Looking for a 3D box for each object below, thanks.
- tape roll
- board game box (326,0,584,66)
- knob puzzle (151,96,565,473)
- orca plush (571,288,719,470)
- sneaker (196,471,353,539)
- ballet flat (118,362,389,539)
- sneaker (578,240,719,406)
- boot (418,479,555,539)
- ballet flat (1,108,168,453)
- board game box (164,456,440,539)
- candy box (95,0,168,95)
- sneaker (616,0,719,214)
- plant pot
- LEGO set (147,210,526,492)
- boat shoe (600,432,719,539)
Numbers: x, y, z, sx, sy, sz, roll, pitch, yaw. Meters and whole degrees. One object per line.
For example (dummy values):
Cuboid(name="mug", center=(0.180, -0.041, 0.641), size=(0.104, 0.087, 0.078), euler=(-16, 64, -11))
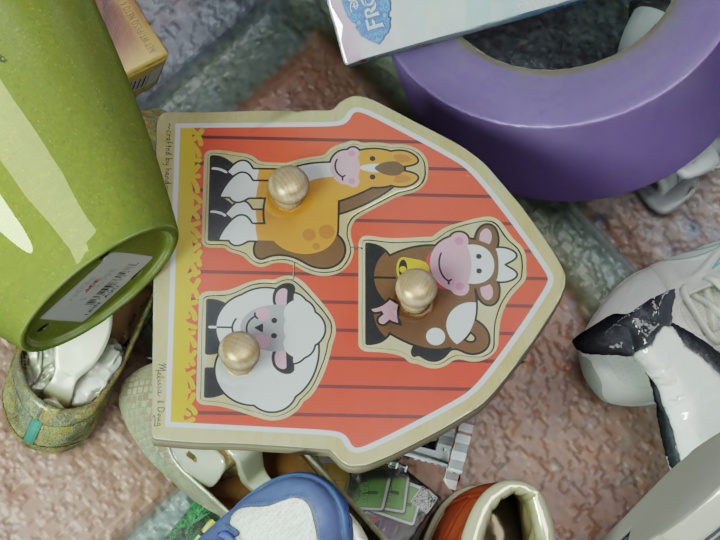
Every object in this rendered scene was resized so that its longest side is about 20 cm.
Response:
Cuboid(name="tape roll", center=(0.112, -0.143, 1.519), size=(0.199, 0.085, 0.201), euler=(-5, 63, 10))
Cuboid(name="board game box", center=(0.061, -0.226, 1.449), size=(0.198, 0.043, 0.201), euler=(-15, 92, 4))
Cuboid(name="knob puzzle", center=(0.000, 0.000, 1.369), size=(0.219, 0.030, 0.220), euler=(1, 63, -2))
Cuboid(name="orca plush", center=(0.179, 0.100, 1.513), size=(0.200, 0.071, 0.105), euler=(44, 81, -18))
Cuboid(name="sneaker", center=(-0.085, 0.176, 1.370), size=(0.200, 0.088, 0.075), euler=(-46, 70, 6))
Cuboid(name="ballet flat", center=(-0.043, 0.106, 1.440), size=(0.200, 0.062, 0.067), euler=(40, 72, 15))
Cuboid(name="sneaker", center=(0.207, 0.008, 1.540), size=(0.200, 0.080, 0.071), euler=(-27, 83, -16))
Cuboid(name="boot", center=(0.049, 0.199, 1.440), size=(0.075, 0.107, 0.201), euler=(16, 74, -10))
Cuboid(name="ballet flat", center=(-0.129, -0.001, 1.479), size=(0.070, 0.071, 0.201), euler=(24, 71, -4))
Cuboid(name="board game box", center=(-0.057, 0.164, 1.472), size=(0.105, 0.023, 0.200), euler=(36, 71, 2))
Cuboid(name="candy box", center=(-0.216, -0.109, 1.497), size=(0.200, 0.056, 0.117), euler=(-30, 83, -16))
Cuboid(name="sneaker", center=(0.218, -0.072, 1.569), size=(0.200, 0.075, 0.115), euler=(31, 71, 3))
Cuboid(name="plant pot", center=(-0.179, -0.068, 1.351), size=(0.187, 0.187, 0.200), euler=(-34, 75, -18))
Cuboid(name="LEGO set", center=(-0.009, 0.043, 1.451), size=(0.199, 0.154, 0.116), euler=(14, 91, -8))
Cuboid(name="boat shoe", center=(0.173, 0.159, 1.442), size=(0.093, 0.200, 0.075), euler=(38, 42, -6))
